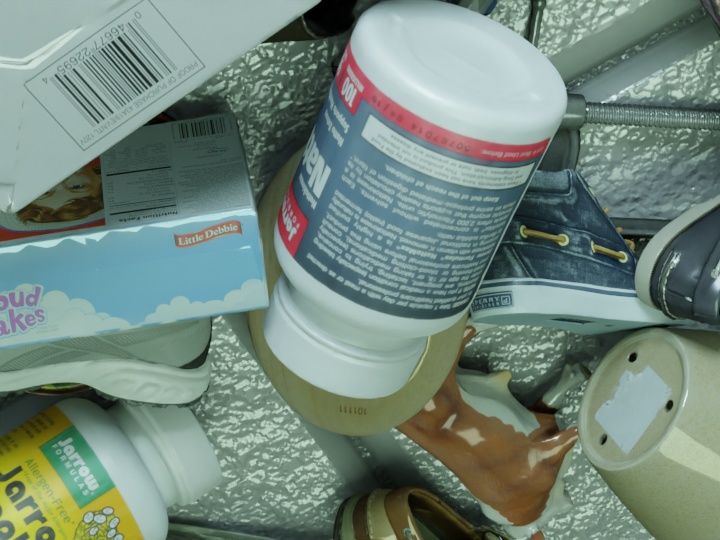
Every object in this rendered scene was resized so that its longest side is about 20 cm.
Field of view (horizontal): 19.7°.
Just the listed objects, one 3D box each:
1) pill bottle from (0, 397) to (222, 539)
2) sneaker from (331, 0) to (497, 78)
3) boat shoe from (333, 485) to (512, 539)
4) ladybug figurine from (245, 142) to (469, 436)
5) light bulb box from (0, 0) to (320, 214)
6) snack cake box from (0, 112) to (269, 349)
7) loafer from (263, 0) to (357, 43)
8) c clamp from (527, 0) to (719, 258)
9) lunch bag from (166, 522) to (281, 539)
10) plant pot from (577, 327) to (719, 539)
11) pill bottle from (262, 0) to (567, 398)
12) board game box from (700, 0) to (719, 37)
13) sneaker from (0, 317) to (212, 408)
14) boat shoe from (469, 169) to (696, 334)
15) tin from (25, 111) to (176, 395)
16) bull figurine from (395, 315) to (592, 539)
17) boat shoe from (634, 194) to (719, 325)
[{"bbox_3d":[-0.189,0.148,1.268,0.200,0.113,0.113,-31,125,-16],"label":"pill bottle"},{"bbox_3d":[0.046,-0.185,1.155,0.085,0.077,0.200,41,101,-18],"label":"sneaker"},{"bbox_3d":[0.072,0.209,1.388,0.200,0.076,0.074,36,133,-28],"label":"boat shoe"},{"bbox_3d":[0.000,0.000,1.243,0.136,0.072,0.200,7,113,5],"label":"ladybug figurine"},{"bbox_3d":[-0.144,-0.169,1.046,0.198,0.200,0.125,-33,123,11],"label":"light bulb box"},{"bbox_3d":[-0.157,-0.019,1.146,0.200,0.115,0.067,-9,124,-4],"label":"snack cake box"},{"bbox_3d":[-0.041,-0.155,1.117,0.200,0.071,0.073,-29,149,33],"label":"loafer"},{"bbox_3d":[0.179,-0.072,1.267,0.200,0.027,0.171,7,120,-14],"label":"c clamp"},{"bbox_3d":[-0.106,0.262,1.380,0.200,0.118,0.164,4,122,-19],"label":"lunch bag"},{"bbox_3d":[0.238,0.116,1.288,0.200,0.187,0.187,27,114,-32],"label":"plant pot"},{"bbox_3d":[0.020,-0.034,1.118,0.120,0.120,0.200,13,123,-17],"label":"pill bottle"},{"bbox_3d":[0.261,-0.190,1.155,0.159,0.097,0.200,-31,127,10],"label":"board game box"},{"bbox_3d":[-0.181,0.029,1.206,0.200,0.074,0.079,3,113,-19],"label":"sneaker"},{"bbox_3d":[0.139,-0.011,1.254,0.071,0.091,0.200,-8,170,40],"label":"boat shoe"},{"bbox_3d":[-0.165,-0.013,1.239,0.112,0.042,0.200,21,116,-17],"label":"tin"},{"bbox_3d":[0.091,0.099,1.340,0.200,0.065,0.121,37,106,-30],"label":"bull figurine"},{"bbox_3d":[0.254,-0.031,1.242,0.200,0.063,0.073,-36,131,-23],"label":"boat shoe"}]
